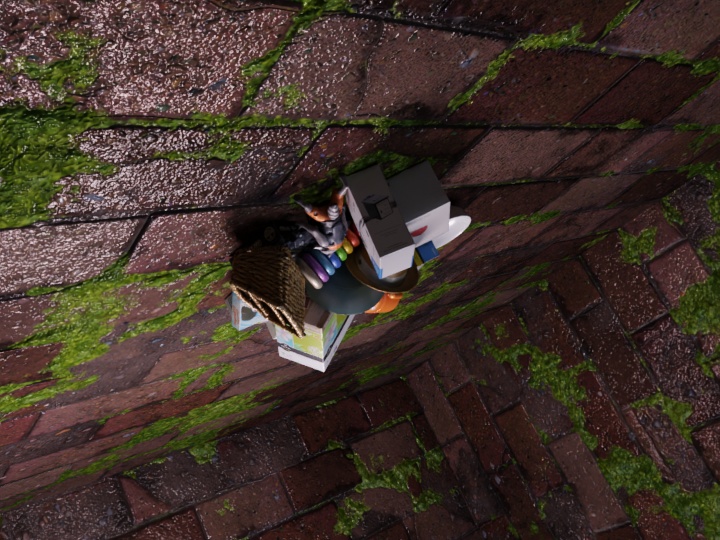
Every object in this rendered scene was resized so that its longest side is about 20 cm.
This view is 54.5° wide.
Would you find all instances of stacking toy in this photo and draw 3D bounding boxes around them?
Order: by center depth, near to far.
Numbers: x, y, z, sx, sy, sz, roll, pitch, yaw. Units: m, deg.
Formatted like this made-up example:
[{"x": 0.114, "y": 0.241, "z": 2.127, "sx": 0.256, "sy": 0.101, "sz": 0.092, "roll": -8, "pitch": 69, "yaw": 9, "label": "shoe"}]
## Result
[{"x": -0.050, "y": -0.051, "z": 1.604, "sx": 0.200, "sy": 0.085, "sz": 0.085, "roll": -41, "pitch": 164, "yaw": -5, "label": "stacking toy"}]

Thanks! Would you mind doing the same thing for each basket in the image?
[{"x": -0.203, "y": 0.054, "z": 1.496, "sx": 0.142, "sy": 0.149, "sz": 0.200, "roll": -4, "pitch": 157, "yaw": 6, "label": "basket"}]

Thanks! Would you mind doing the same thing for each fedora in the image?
[{"x": 0.059, "y": -0.037, "z": 1.641, "sx": 0.200, "sy": 0.201, "sz": 0.082, "roll": -13, "pitch": 142, "yaw": -36, "label": "fedora"}]

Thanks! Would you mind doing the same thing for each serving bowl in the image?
[{"x": 0.200, "y": -0.120, "z": 1.919, "sx": 0.200, "sy": 0.066, "sz": 0.200, "roll": -24, "pitch": 163, "yaw": -8, "label": "serving bowl"}]

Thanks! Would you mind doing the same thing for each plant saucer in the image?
[{"x": -0.034, "y": 0.011, "z": 1.662, "sx": 0.201, "sy": 0.201, "sz": 0.039, "roll": -20, "pitch": 151, "yaw": -21, "label": "plant saucer"}]

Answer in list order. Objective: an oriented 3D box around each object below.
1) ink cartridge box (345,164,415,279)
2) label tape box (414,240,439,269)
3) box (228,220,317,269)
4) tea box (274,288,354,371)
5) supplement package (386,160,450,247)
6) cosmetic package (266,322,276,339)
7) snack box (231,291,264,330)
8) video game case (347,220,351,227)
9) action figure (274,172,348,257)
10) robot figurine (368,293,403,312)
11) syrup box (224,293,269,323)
[{"x": 0.040, "y": -0.103, "z": 1.508, "sx": 0.086, "sy": 0.200, "sz": 0.146, "roll": -23, "pitch": 162, "yaw": -6, "label": "ink cartridge box"}, {"x": 0.078, "y": -0.046, "z": 1.762, "sx": 0.200, "sy": 0.144, "sz": 0.063, "roll": -24, "pitch": 163, "yaw": -6, "label": "label tape box"}, {"x": -0.178, "y": -0.048, "z": 1.610, "sx": 0.161, "sy": 0.049, "sz": 0.200, "roll": -39, "pitch": 160, "yaw": 29, "label": "box"}, {"x": -0.110, "y": 0.105, "z": 1.741, "sx": 0.197, "sy": 0.133, "sz": 0.200, "roll": 89, "pitch": 24, "yaw": -51, "label": "tea box"}, {"x": 0.132, "y": -0.147, "z": 1.646, "sx": 0.121, "sy": 0.120, "sz": 0.200, "roll": -26, "pitch": 163, "yaw": -1, "label": "supplement package"}, {"x": -0.189, "y": 0.137, "z": 2.043, "sx": 0.073, "sy": 0.104, "sz": 0.200, "roll": -34, "pitch": 162, "yaw": 27, "label": "cosmetic package"}, {"x": -0.229, "y": 0.060, "z": 1.727, "sx": 0.200, "sy": 0.037, "sz": 0.116, "roll": -24, "pitch": 132, "yaw": -42, "label": "snack box"}, {"x": -0.002, "y": -0.092, "z": 1.787, "sx": 0.200, "sy": 0.017, "sz": 0.143, "roll": -13, "pitch": 158, "yaw": -38, "label": "video game case"}, {"x": -0.087, "y": -0.093, "z": 1.481, "sx": 0.200, "sy": 0.105, "sz": 0.194, "roll": -40, "pitch": 150, "yaw": -20, "label": "action figure"}, {"x": 0.047, "y": 0.076, "z": 2.187, "sx": 0.200, "sy": 0.144, "sz": 0.117, "roll": 2, "pitch": 125, "yaw": -59, "label": "robot figurine"}, {"x": -0.250, "y": 0.087, "z": 1.845, "sx": 0.081, "sy": 0.079, "sz": 0.200, "roll": -38, "pitch": 160, "yaw": 35, "label": "syrup box"}]
